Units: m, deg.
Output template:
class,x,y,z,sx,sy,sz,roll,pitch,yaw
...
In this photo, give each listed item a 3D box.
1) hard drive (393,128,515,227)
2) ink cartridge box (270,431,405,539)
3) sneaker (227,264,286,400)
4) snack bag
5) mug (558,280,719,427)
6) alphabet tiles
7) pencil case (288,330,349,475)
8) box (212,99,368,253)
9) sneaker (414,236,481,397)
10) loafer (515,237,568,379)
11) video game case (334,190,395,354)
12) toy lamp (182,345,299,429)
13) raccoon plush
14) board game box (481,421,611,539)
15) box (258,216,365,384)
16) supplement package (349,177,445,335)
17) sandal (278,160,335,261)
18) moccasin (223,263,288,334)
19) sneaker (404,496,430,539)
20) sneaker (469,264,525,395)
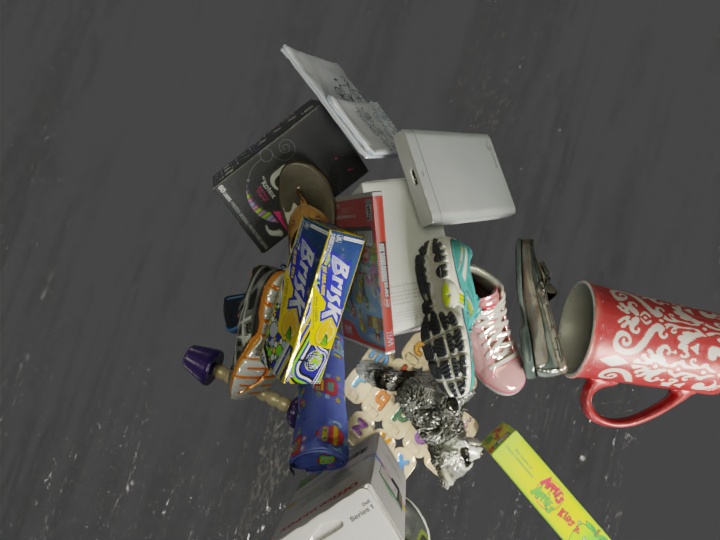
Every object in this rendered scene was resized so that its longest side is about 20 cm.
class,x,y,z,sx,sy,sz,roll,pitch,yaw
hard drive,0.140,-0.135,0.819,0.026,0.197,0.135,-27,77,46
ink cartridge box,-0.020,0.308,0.737,0.143,0.200,0.085,-34,88,5
sneaker,-0.142,0.086,0.799,0.077,0.077,0.204,30,103,41
snack bag,-0.012,-0.245,0.838,0.021,0.188,0.201,-40,83,25
mug,0.387,0.116,0.792,0.195,0.134,0.181,9,114,2
alphabet tiles,0.072,0.203,0.847,0.199,0.015,0.197,38,89,9
pencil case,-0.058,0.180,0.792,0.076,0.087,0.203,11,48,-17
box,-0.107,-0.143,0.846,0.199,0.106,0.123,-38,113,-2
sneaker,0.125,0.057,0.724,0.078,0.077,0.205,3,79,-34
loafer,0.258,0.051,0.816,0.061,0.072,0.205,-5,74,18
video game case,0.000,0.000,0.769,0.017,0.142,0.205,-8,96,-24
toy lamp,-0.173,0.169,0.853,0.196,0.058,0.059,23,84,6
raccoon plush,0.082,0.215,0.815,0.197,0.096,0.137,14,99,36
board game box,0.253,0.305,0.773,0.047,0.102,0.201,-40,81,-2
box,-0.064,0.039,0.738,0.070,0.063,0.204,26,102,46
supplement package,0.052,-0.015,0.813,0.115,0.117,0.205,-9,80,-22
sandal,-0.074,-0.047,0.782,0.080,0.055,0.205,1,97,-2
moccasin,-0.121,0.028,0.857,0.196,0.081,0.069,-22,72,-1
sneaker,0.069,0.415,0.781,0.073,0.085,0.205,-13,81,2
sneaker,0.180,0.082,0.808,0.074,0.105,0.203,-25,80,-11
